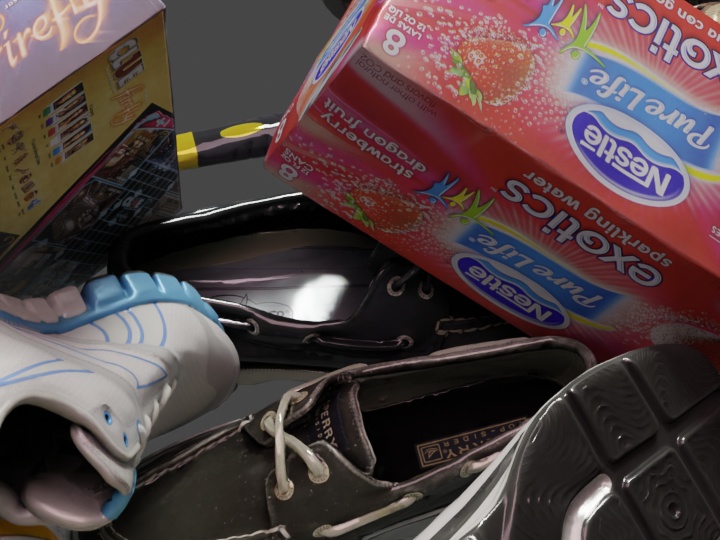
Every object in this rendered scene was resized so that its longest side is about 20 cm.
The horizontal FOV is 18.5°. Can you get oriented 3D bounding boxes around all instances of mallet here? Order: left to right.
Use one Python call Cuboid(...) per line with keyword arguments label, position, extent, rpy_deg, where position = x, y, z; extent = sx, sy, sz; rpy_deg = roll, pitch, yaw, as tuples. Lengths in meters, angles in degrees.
Cuboid(label="mallet", position=(-0.072, -0.039, 0.883), extent=(0.200, 0.041, 0.066), rpy_deg=(-6, 55, -5))

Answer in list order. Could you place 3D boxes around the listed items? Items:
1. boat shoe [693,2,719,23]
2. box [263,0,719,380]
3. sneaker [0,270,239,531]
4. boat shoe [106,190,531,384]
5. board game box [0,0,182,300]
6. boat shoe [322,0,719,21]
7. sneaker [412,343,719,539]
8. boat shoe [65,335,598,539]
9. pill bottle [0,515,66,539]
Cuboid(label="boat shoe", position=(0.134, -0.079, 0.870), extent=(0.200, 0.072, 0.072), rpy_deg=(2, 55, 6))
Cuboid(label="box", position=(0.081, -0.037, 0.781), extent=(0.200, 0.100, 0.096), rpy_deg=(32, 60, -9))
Cuboid(label="sneaker", position=(-0.095, 0.050, 0.726), extent=(0.087, 0.200, 0.075), rpy_deg=(45, 111, 24))
Cuboid(label="boat shoe", position=(0.000, -0.002, 0.830), extent=(0.199, 0.066, 0.075), rpy_deg=(-1, 53, 4))
Cuboid(label="board game box", position=(-0.125, -0.024, 0.748), extent=(0.135, 0.200, 0.035), rpy_deg=(-37, 79, -13))
Cuboid(label="boat shoe", position=(0.084, -0.137, 0.917), extent=(0.202, 0.074, 0.065), rpy_deg=(-1, 59, 12))
Cuboid(label="sneaker", position=(0.036, 0.093, 0.737), extent=(0.200, 0.115, 0.076), rpy_deg=(-38, 102, -35))
Cuboid(label="boat shoe", position=(-0.011, 0.065, 0.784), extent=(0.200, 0.064, 0.071), rpy_deg=(-17, 55, -7))
Cuboid(label="pill bottle", position=(-0.127, 0.144, 0.708), extent=(0.113, 0.113, 0.200), rpy_deg=(-26, 57, -14))
